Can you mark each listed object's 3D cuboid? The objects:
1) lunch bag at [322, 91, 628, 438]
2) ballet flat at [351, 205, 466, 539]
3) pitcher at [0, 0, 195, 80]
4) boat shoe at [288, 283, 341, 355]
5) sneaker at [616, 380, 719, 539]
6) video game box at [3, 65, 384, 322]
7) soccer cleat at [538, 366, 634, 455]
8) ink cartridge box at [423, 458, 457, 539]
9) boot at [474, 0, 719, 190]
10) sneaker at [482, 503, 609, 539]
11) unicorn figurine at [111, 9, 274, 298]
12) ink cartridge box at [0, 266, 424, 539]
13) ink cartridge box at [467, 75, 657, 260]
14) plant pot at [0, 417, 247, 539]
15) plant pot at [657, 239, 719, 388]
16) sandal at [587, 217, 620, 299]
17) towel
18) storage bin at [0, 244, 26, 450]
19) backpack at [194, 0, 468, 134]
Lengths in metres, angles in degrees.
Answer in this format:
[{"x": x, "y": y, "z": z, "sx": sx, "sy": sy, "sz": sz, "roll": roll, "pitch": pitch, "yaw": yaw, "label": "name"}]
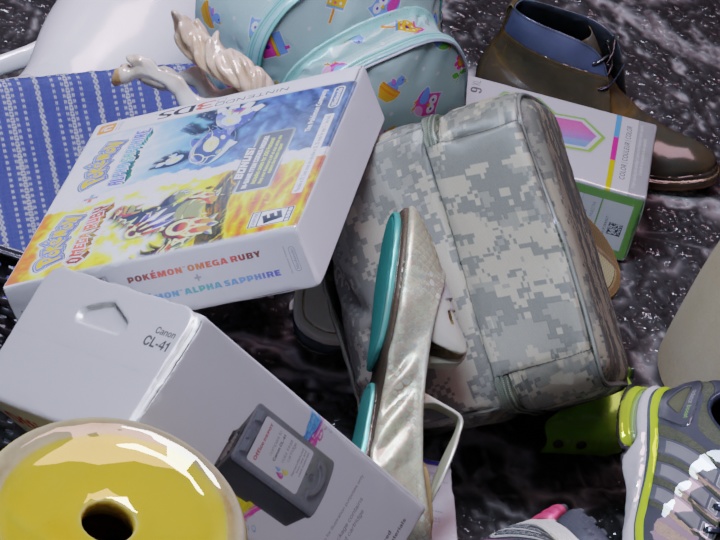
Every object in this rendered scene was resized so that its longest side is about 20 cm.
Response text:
[{"x": 0.057, "y": 0.002, "z": 1.636, "sx": 0.167, "sy": 0.200, "sz": 0.139, "roll": -17, "pitch": -6, "yaw": 11, "label": "lunch bag"}, {"x": 0.030, "y": 0.064, "z": 1.543, "sx": 0.062, "sy": 0.067, "sz": 0.200, "roll": 12, "pitch": 76, "yaw": -7, "label": "ballet flat"}, {"x": -0.197, "y": -0.143, "z": 1.870, "sx": 0.171, "sy": 0.121, "sz": 0.200, "roll": 14, "pitch": 41, "yaw": 28, "label": "pitcher"}, {"x": 0.000, "y": 0.000, "z": 1.764, "sx": 0.075, "sy": 0.062, "sz": 0.200, "roll": 27, "pitch": 39, "yaw": -2, "label": "boat shoe"}, {"x": 0.199, "y": 0.142, "z": 1.570, "sx": 0.081, "sy": 0.074, "sz": 0.200, "roll": -21, "pitch": 51, "yaw": 23, "label": "sneaker"}, {"x": -0.093, "y": -0.041, "z": 1.561, "sx": 0.182, "sy": 0.047, "sz": 0.200, "roll": -14, "pitch": 27, "yaw": 19, "label": "video game box"}, {"x": 0.121, "y": 0.045, "z": 1.749, "sx": 0.081, "sy": 0.068, "sz": 0.200, "roll": -4, "pitch": 38, "yaw": -16, "label": "soccer cleat"}, {"x": 0.006, "y": 0.176, "z": 1.527, "sx": 0.099, "sy": 0.039, "sz": 0.200, "roll": 10, "pitch": 34, "yaw": -7, "label": "ink cartridge box"}, {"x": 0.180, "y": -0.129, "z": 2.000, "sx": 0.200, "sy": 0.097, "sz": 0.075, "roll": 19, "pitch": 33, "yaw": 7, "label": "boot"}, {"x": 0.134, "y": 0.212, "z": 1.492, "sx": 0.075, "sy": 0.081, "sz": 0.200, "roll": -16, "pitch": 37, "yaw": -30, "label": "sneaker"}, {"x": -0.099, "y": -0.059, "z": 1.705, "sx": 0.137, "sy": 0.200, "sz": 0.074, "roll": 24, "pitch": 50, "yaw": 9, "label": "unicorn figurine"}, {"x": -0.085, "y": 0.095, "z": 1.432, "sx": 0.147, "sy": 0.086, "sz": 0.200, "roll": 14, "pitch": -22, "yaw": 50, "label": "ink cartridge box"}, {"x": 0.108, "y": -0.082, "z": 1.934, "sx": 0.200, "sy": 0.059, "sz": 0.104, "roll": 15, "pitch": 34, "yaw": 2, "label": "ink cartridge box"}, {"x": -0.132, "y": 0.179, "z": 1.301, "sx": 0.200, "sy": 0.189, "sz": 0.201, "roll": 9, "pitch": 42, "yaw": -8, "label": "plant pot"}, {"x": 0.311, "y": 0.001, "z": 1.763, "sx": 0.187, "sy": 0.200, "sz": 0.187, "roll": 10, "pitch": 32, "yaw": -7, "label": "plant pot"}, {"x": 0.075, "y": -0.022, "z": 1.749, "sx": 0.200, "sy": 0.054, "sz": 0.080, "roll": 20, "pitch": 43, "yaw": 9, "label": "sandal"}, {"x": -0.177, "y": -0.057, "z": 1.741, "sx": 0.200, "sy": 0.024, "sz": 0.145, "roll": -8, "pitch": 83, "yaw": -33, "label": "towel"}, {"x": -0.224, "y": 0.059, "z": 1.561, "sx": 0.200, "sy": 0.094, "sz": 0.135, "roll": 17, "pitch": 33, "yaw": 4, "label": "storage bin"}, {"x": -0.019, "y": -0.148, "z": 1.822, "sx": 0.176, "sy": 0.200, "sz": 0.153, "roll": -26, "pitch": 46, "yaw": -19, "label": "backpack"}]
